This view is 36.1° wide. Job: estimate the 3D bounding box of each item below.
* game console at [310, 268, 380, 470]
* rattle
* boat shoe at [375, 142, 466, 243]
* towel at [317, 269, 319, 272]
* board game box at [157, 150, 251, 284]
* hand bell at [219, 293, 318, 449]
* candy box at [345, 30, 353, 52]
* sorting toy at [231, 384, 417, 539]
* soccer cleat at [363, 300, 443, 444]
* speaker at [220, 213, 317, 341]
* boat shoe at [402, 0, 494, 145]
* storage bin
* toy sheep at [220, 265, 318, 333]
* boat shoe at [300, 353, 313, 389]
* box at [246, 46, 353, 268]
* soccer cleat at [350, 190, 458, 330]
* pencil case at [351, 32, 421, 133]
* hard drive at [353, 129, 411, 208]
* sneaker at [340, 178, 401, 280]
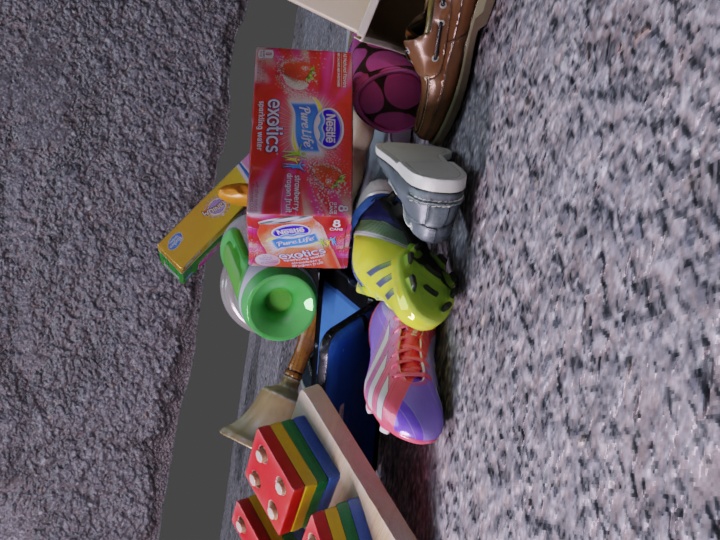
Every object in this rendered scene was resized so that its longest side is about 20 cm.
[{"bbox_3d":[-0.039,0.116,1.112,0.170,0.117,0.202,-30,-51,-56],"label":"game console"},{"bbox_3d":[-0.056,-0.149,1.230,0.201,0.142,0.130,-63,14,10],"label":"rattle"},{"bbox_3d":[0.051,-0.076,0.998,0.200,0.072,0.062,-113,26,-72],"label":"boat shoe"},{"bbox_3d":[-0.049,-0.109,1.436,0.200,0.085,0.167,94,179,-61],"label":"towel"},{"bbox_3d":[-0.159,-0.076,1.333,0.200,0.040,0.153,-46,1,-10],"label":"board game box"},{"bbox_3d":[-0.072,0.113,1.261,0.201,0.103,0.104,-66,8,-8],"label":"hand bell"},{"bbox_3d":[0.021,-0.344,1.460,0.137,0.060,0.201,114,163,-57],"label":"candy box"},{"bbox_3d":[-0.040,0.243,0.972,0.199,0.069,0.201,55,143,32],"label":"sorting toy"},{"bbox_3d":[0.040,0.074,0.958,0.200,0.066,0.077,-95,22,-64],"label":"soccer cleat"},{"bbox_3d":[-0.102,0.002,1.196,0.200,0.088,0.089,-123,43,-65],"label":"speaker"},{"bbox_3d":[0.071,-0.213,1.022,0.072,0.067,0.201,-96,18,-57],"label":"boat shoe"},{"bbox_3d":[0.028,-0.311,1.004,0.200,0.093,0.200,-66,-12,13],"label":"storage bin"},{"bbox_3d":[-0.114,0.016,1.379,0.200,0.137,0.139,-117,38,-80],"label":"toy sheep"},{"bbox_3d":[-0.034,0.089,1.350,0.200,0.074,0.062,-80,-7,-61],"label":"boat shoe"},{"bbox_3d":[-0.057,-0.110,1.073,0.096,0.099,0.202,98,174,-59],"label":"box"},{"bbox_3d":[0.032,0.005,0.976,0.084,0.064,0.201,-48,26,18],"label":"soccer cleat"},{"bbox_3d":[0.039,-0.231,1.190,0.091,0.093,0.201,50,-156,-36],"label":"pencil case"},{"bbox_3d":[0.027,-0.159,1.352,0.200,0.026,0.133,119,158,-63],"label":"hard drive"},{"bbox_3d":[-0.001,0.000,1.214,0.200,0.076,0.112,123,164,-52],"label":"sneaker"}]
